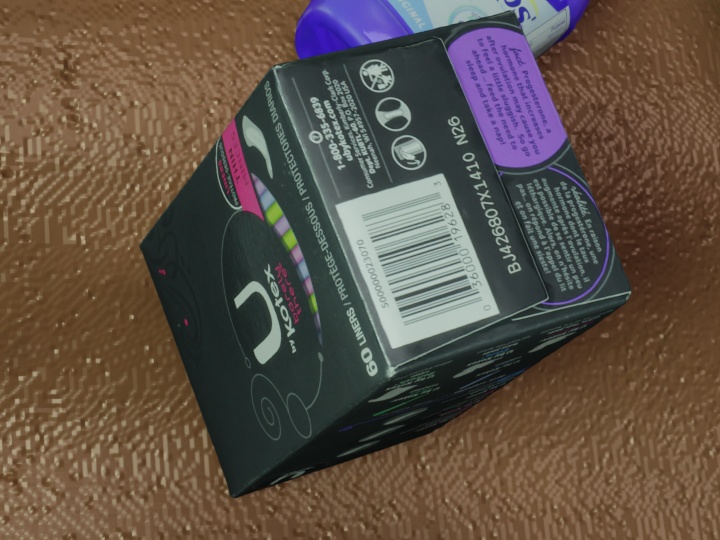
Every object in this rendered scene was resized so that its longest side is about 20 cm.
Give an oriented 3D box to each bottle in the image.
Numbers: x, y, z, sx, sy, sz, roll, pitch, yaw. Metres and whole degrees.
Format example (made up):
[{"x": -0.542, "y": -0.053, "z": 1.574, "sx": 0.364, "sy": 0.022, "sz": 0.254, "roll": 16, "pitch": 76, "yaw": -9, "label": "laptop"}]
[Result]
[{"x": 0.064, "y": -0.136, "z": 0.924, "sx": 0.200, "sy": 0.065, "sz": 0.084, "roll": -35, "pitch": 85, "yaw": -27, "label": "bottle"}]

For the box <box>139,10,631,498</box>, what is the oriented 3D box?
[{"x": 0.000, "y": 0.000, "z": 0.776, "sx": 0.106, "sy": 0.200, "sz": 0.123, "roll": -16, "pitch": 77, "yaw": -24, "label": "box"}]
